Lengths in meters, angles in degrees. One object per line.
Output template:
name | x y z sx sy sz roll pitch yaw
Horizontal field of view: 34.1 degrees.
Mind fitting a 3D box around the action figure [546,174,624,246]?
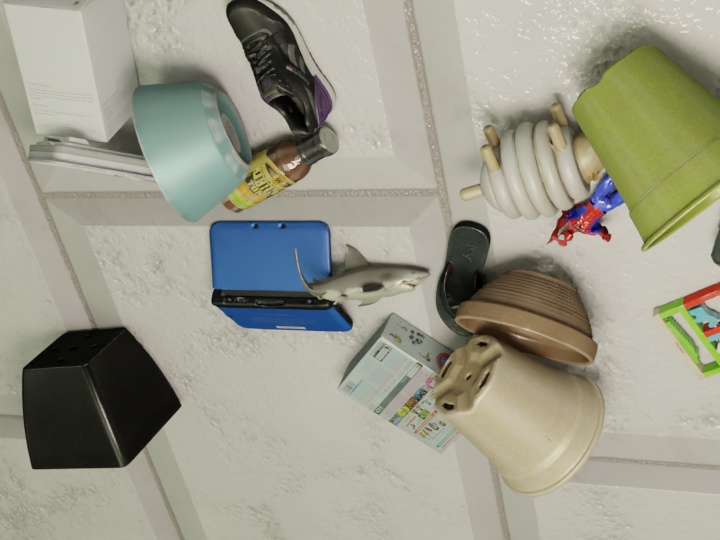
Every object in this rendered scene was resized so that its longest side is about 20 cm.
action figure | 0.313 -0.081 1.516 0.065 0.099 0.200 35 133 -6

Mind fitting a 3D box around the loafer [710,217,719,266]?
loafer | 0.485 -0.084 1.451 0.063 0.072 0.200 4 131 -30

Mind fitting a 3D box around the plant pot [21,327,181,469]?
plant pot | -0.453 0.207 1.984 0.200 0.200 0.177 -4 114 24

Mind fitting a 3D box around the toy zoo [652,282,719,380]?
toy zoo | 0.520 0.068 1.600 0.200 0.020 0.131 -27 113 35

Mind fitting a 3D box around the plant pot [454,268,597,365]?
plant pot | 0.238 0.057 1.627 0.201 0.093 0.201 18 170 3

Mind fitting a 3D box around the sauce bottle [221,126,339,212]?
sauce bottle | -0.117 -0.145 1.651 0.200 0.065 0.065 -26 114 35

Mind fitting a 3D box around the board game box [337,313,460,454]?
board game box | 0.088 0.178 1.826 0.200 0.064 0.148 34 131 -5

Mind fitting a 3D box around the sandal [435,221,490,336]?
sandal | 0.144 0.021 1.690 0.075 0.048 0.200 10 129 13

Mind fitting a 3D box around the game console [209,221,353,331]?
game console | -0.120 0.012 1.806 0.200 0.118 0.171 1 158 21

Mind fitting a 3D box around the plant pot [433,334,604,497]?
plant pot | 0.212 0.191 1.673 0.183 0.200 0.200 36 132 -25

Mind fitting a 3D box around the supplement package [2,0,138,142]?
supplement package | -0.388 -0.294 1.603 0.117 0.117 0.200 9 130 15

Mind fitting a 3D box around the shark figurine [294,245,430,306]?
shark figurine | -0.022 0.004 1.706 0.214 0.090 0.128 -1 165 -33

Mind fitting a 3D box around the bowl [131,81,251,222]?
bowl | -0.219 -0.177 1.602 0.105 0.201 0.201 -21 118 10

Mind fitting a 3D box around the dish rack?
dish rack | -0.362 -0.157 1.661 0.200 0.044 0.172 7 -177 -32

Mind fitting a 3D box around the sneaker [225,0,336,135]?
sneaker | -0.109 -0.266 1.536 0.076 0.088 0.200 -26 114 35

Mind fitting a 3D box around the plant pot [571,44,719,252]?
plant pot | 0.353 -0.157 1.377 0.190 0.200 0.200 54 130 10

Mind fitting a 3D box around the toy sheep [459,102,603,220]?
toy sheep | 0.219 -0.128 1.492 0.200 0.138 0.138 -14 120 25
